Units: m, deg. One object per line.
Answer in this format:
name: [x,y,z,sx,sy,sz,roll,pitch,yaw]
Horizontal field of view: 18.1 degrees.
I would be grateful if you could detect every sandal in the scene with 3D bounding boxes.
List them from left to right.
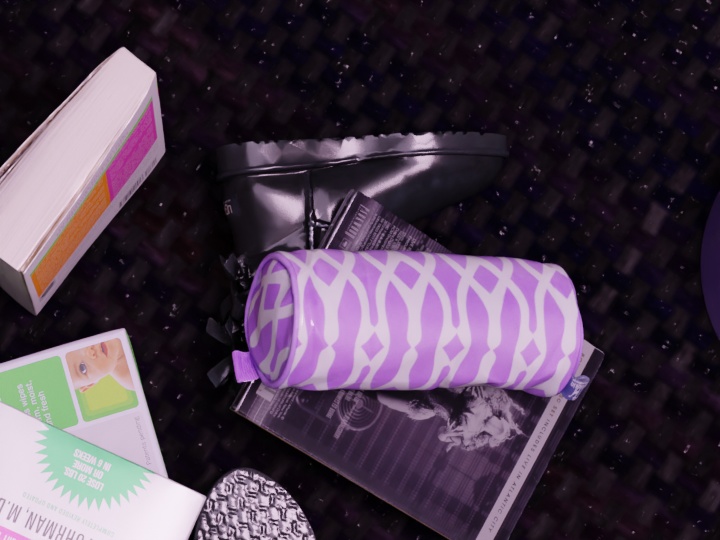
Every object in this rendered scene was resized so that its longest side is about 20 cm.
sandal: [-0.043,0.212,1.361,0.075,0.048,0.202,-28,96,-9]

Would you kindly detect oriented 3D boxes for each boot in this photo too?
boot: [0.001,0.000,1.381,0.196,0.073,0.164,-5,88,-14]

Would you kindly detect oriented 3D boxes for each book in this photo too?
book: [-0.187,0.191,1.252,0.133,0.048,0.201,24,77,-4]
book: [-0.164,-0.047,1.312,0.048,0.200,0.134,38,80,3]

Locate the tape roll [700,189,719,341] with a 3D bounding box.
tape roll: [0.315,-0.007,1.396,0.198,0.085,0.202,1,81,-5]

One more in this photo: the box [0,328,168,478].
box: [-0.194,0.157,1.331,0.175,0.097,0.202,-15,83,-8]

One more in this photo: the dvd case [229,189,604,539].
dvd case: [0.038,0.066,1.360,0.199,0.016,0.150,32,82,-22]

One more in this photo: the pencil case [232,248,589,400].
pencil case: [0.032,0.032,1.306,0.198,0.086,0.085,5,56,-23]
